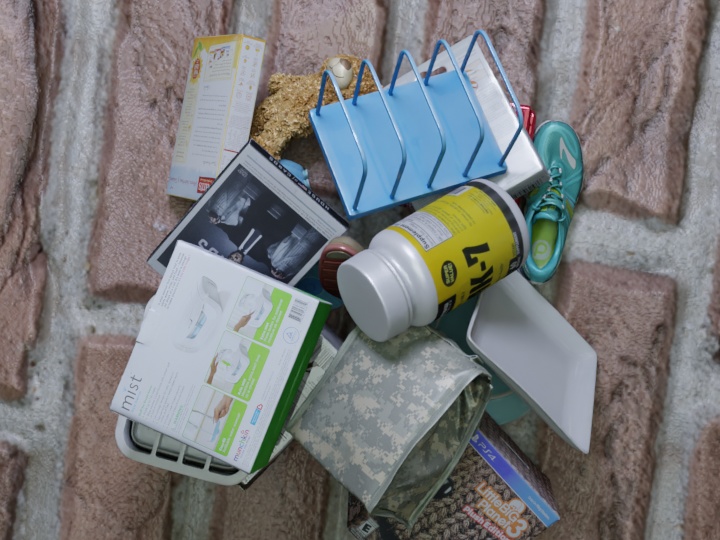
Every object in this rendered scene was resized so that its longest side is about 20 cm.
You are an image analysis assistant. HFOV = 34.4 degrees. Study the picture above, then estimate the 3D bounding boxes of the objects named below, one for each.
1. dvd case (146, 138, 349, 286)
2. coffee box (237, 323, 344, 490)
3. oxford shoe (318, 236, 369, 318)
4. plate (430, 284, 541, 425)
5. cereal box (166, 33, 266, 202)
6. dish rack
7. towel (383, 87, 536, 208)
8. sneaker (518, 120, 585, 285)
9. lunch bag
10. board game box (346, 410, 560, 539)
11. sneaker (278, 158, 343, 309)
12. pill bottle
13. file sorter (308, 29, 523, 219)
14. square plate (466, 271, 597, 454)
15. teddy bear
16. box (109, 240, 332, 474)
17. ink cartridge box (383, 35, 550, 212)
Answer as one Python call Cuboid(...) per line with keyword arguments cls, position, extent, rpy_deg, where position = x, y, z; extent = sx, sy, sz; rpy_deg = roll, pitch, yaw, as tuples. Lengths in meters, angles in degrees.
Cuboid(cls="dvd case", position=(-0.132, -0.031, 1.344), extent=(0.150, 0.025, 0.200), rpy_deg=(40, 112, -11))
Cuboid(cls="coffee box", position=(-0.093, 0.161, 1.418), extent=(0.080, 0.113, 0.200), rpy_deg=(43, 94, 2))
Cuboid(cls="oxford shoe", position=(0.000, 0.000, 1.374), extent=(0.070, 0.200, 0.076), rpy_deg=(7, 66, 17))
Cuboid(cls="plate", position=(0.152, 0.089, 1.418), extent=(0.198, 0.026, 0.203), rpy_deg=(2, 81, -10))
Cuboid(cls="cereal box", position=(-0.176, -0.181, 1.405), extent=(0.039, 0.143, 0.202), rpy_deg=(9, 94, -32))
Cuboid(cls="dish rack", position=(-0.184, 0.135, 1.352), extent=(0.170, 0.044, 0.202), rpy_deg=(13, 88, 11))
Cuboid(cls="towel", position=(0.109, -0.143, 1.432), extent=(0.198, 0.022, 0.146), rpy_deg=(10, 93, 13))
Cuboid(cls="sneaker", position=(0.233, -0.082, 1.408), extent=(0.077, 0.080, 0.202), rpy_deg=(7, 91, 4))
Cuboid(cls="lunch bag", position=(0.041, 0.152, 1.296), extent=(0.164, 0.117, 0.201), rpy_deg=(37, 93, 38))
Cuboid(cls="board game box", position=(0.108, 0.277, 1.384), extent=(0.200, 0.097, 0.160), rpy_deg=(-41, 103, 13))
Cuboid(cls="sneaker", position=(-0.071, -0.056, 1.433), extent=(0.079, 0.131, 0.201), rpy_deg=(-21, 126, 13))
Cuboid(cls="pill bottle", position=(0.079, -0.010, 1.276), extent=(0.199, 0.114, 0.115), rpy_deg=(-30, 89, -24))
Cuboid(cls="file sorter", position=(0.061, -0.169, 1.294), extent=(0.198, 0.123, 0.140), rpy_deg=(-17, 71, -14))
Cuboid(cls="square plate", position=(0.197, 0.092, 1.345), extent=(0.198, 0.201, 0.028), rpy_deg=(44, 121, -13))
Cuboid(cls="teddy bear", position=(-0.071, -0.200, 1.407), extent=(0.198, 0.146, 0.067), rpy_deg=(-20, 127, 9))
Cuboid(cls="box", position=(-0.153, 0.094, 1.279), extent=(0.175, 0.097, 0.202), rpy_deg=(21, 89, 9))
Cuboid(cls="ink cartridge box", position=(0.115, -0.159, 1.406), extent=(0.159, 0.047, 0.201), rpy_deg=(-29, 69, 13))
